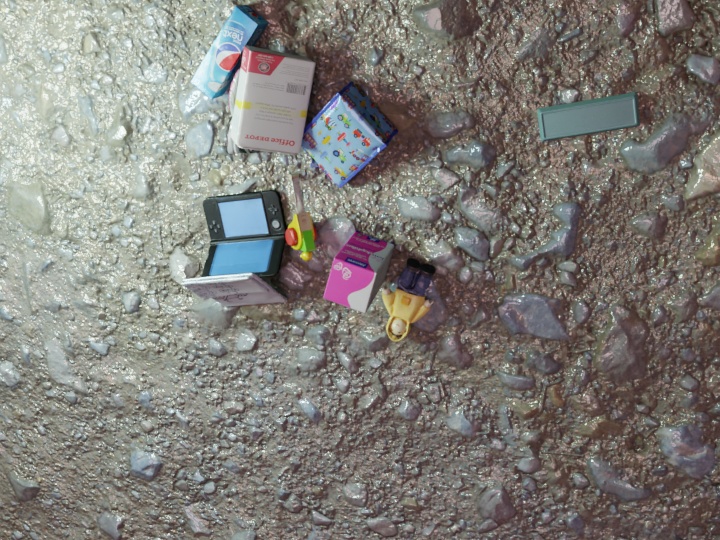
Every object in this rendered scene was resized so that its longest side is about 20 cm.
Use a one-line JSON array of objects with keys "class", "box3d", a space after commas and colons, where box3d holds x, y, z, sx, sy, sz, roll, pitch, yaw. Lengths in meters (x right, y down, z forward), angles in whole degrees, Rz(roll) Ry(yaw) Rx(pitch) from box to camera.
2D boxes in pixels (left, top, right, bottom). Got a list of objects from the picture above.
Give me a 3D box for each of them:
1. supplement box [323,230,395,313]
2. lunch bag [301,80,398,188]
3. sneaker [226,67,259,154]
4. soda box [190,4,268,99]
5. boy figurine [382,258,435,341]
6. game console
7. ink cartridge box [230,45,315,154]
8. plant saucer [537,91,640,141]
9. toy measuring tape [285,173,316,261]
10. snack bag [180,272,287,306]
[{"class": "supplement box", "box3d": [0.000, 0.000, 1.735, 0.100, 0.200, 0.104, 19, 115, 6]}, {"class": "lunch bag", "box3d": [-0.044, -0.282, 1.709, 0.151, 0.094, 0.200, 46, 124, -8]}, {"class": "sneaker", "box3d": [-0.245, -0.354, 1.743, 0.085, 0.081, 0.202, 8, 121, -1]}, {"class": "soda box", "box3d": [-0.286, -0.473, 1.701, 0.064, 0.068, 0.200, 38, 115, -2]}, {"class": "boy figurine", "box3d": [0.102, 0.072, 1.813, 0.123, 0.064, 0.201, 22, 112, 2]}, {"class": "game console", "box3d": [-0.281, -0.082, 1.825, 0.198, 0.116, 0.178, -4, 110, 16]}, {"class": "ink cartridge box", "box3d": [-0.190, -0.362, 1.672, 0.144, 0.083, 0.202, 5, 111, -23]}, {"class": "plant saucer", "box3d": [0.463, -0.310, 1.594, 0.198, 0.019, 0.071, -7, 109, 16]}, {"class": "toy measuring tape", "box3d": [-0.146, -0.120, 1.812, 0.073, 0.074, 0.202, -12, 91, 19]}, {"class": "snack bag", "box3d": [-0.296, 0.052, 1.858, 0.187, 0.200, 0.022, -6, 68, 19]}]
